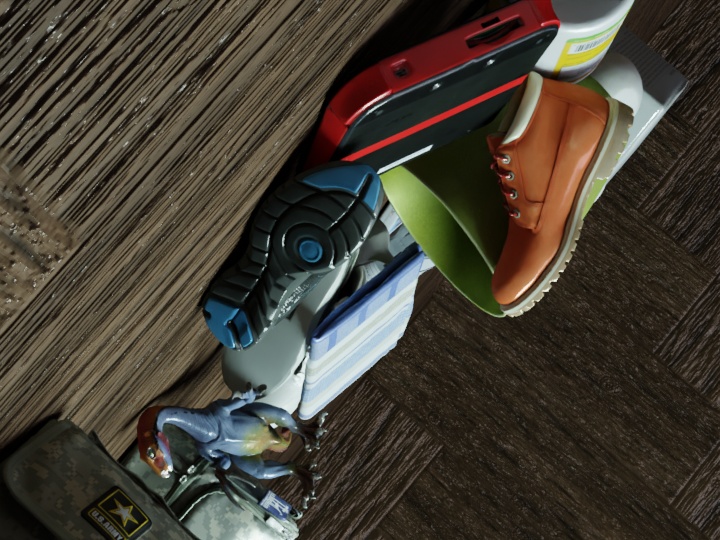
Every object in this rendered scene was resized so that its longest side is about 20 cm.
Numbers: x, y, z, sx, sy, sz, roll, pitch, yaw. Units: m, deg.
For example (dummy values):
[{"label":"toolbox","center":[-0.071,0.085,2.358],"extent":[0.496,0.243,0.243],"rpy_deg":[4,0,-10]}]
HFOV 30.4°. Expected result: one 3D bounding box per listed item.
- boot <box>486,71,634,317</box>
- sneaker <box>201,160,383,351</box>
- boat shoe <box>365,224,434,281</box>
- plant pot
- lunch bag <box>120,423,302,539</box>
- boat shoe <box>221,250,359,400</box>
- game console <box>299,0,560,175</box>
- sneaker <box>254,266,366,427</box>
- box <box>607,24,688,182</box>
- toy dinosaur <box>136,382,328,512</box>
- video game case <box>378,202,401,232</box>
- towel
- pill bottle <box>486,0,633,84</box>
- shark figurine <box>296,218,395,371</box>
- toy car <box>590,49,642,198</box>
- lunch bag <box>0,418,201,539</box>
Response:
[{"label":"boot","center":[0.139,-0.066,1.112],"extent":[0.202,0.106,0.075],"rpy_deg":[-67,-165,5]},{"label":"sneaker","center":[-0.047,-0.023,1.004],"extent":[0.200,0.073,0.082],"rpy_deg":[-42,-178,36]},{"label":"boat shoe","center":[0.048,-0.020,1.686],"extent":[0.067,0.074,0.199],"rpy_deg":[-36,174,38]},{"label":"plant pot","center":[0.147,-0.094,1.239],"extent":[0.199,0.188,0.187],"rpy_deg":[-40,172,-9]},{"label":"lunch bag","center":[-0.172,0.256,1.251],"extent":[0.201,0.167,0.139],"rpy_deg":[-50,174,-2]},{"label":"boat shoe","center":[-0.057,0.036,1.210],"extent":[0.201,0.071,0.064],"rpy_deg":[-55,167,26]},{"label":"game console","center":[0.048,-0.126,0.996],"extent":[0.198,0.031,0.177],"rpy_deg":[-26,168,-24]},{"label":"sneaker","center":[-0.061,0.068,1.403],"extent":[0.201,0.073,0.116],"rpy_deg":[-57,177,-33]},{"label":"box","center":[0.325,-0.229,1.873],"extent":[0.200,0.171,0.200],"rpy_deg":[-53,172,30]},{"label":"toy dinosaur","center":[-0.122,0.158,1.191],"extent":[0.200,0.179,0.106],"rpy_deg":[163,-59,-67]},{"label":"video game case","center":[0.105,-0.143,1.535],"extent":[0.183,0.023,0.200],"rpy_deg":[-55,173,36]},{"label":"towel","center":[-0.003,0.061,1.268],"extent":[0.147,0.024,0.201],"rpy_deg":[-40,163,-22]},{"label":"pill bottle","center":[0.161,-0.217,1.106],"extent":[0.111,0.111,0.200],"rpy_deg":[-49,174,-8]},{"label":"shark figurine","center":[-0.004,-0.001,1.312],"extent":[0.214,0.089,0.129],"rpy_deg":[-42,167,-48]},{"label":"toy car","center":[0.178,-0.168,1.368],"extent":[0.148,0.175,0.202],"rpy_deg":[7,115,-34]},{"label":"lunch bag","center":[-0.195,0.208,0.843],"extent":[0.200,0.164,0.118],"rpy_deg":[-46,174,-31]}]
